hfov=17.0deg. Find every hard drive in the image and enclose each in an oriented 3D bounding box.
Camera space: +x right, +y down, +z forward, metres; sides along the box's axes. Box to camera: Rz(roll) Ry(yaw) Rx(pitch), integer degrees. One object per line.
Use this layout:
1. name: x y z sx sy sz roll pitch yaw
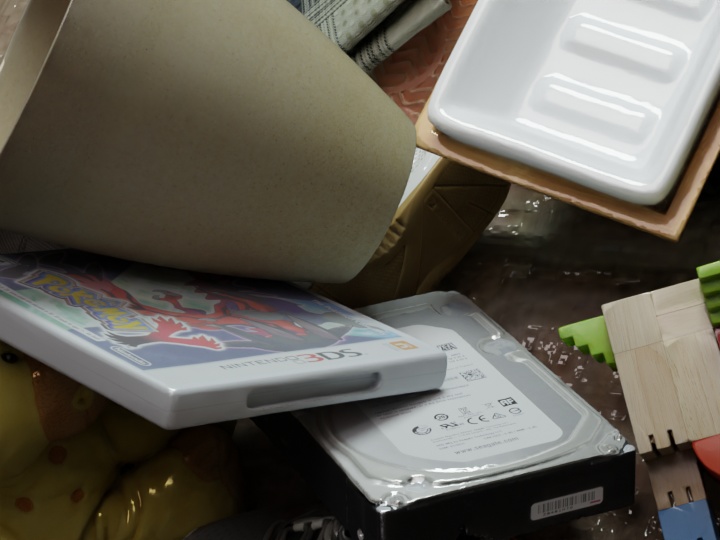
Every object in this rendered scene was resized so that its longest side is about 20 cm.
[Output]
1. hard drive: 0.031 0.073 1.203 0.139 0.038 0.200 -11 26 -20

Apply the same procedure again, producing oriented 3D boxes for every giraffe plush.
1. giraffe plush: -0.172 0.078 1.257 0.200 0.163 0.172 -42 49 -16

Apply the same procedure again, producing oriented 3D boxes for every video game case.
1. video game case: -0.087 0.026 1.188 0.181 0.023 0.199 -6 21 -44

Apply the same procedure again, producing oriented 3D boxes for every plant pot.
1. plant pot: -0.079 -0.074 1.225 0.199 0.187 0.188 24 51 -15

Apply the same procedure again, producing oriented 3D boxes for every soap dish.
1. soap dish: 0.139 -0.120 1.270 0.156 0.081 0.201 21 73 23

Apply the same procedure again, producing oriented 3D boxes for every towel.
1. towel: -0.010 -0.179 1.448 0.200 0.034 0.193 -41 32 27

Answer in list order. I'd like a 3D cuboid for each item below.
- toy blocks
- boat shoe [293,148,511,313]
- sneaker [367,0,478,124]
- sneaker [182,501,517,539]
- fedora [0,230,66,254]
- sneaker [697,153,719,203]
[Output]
1. toy blocks: 0.207 0.066 1.157 0.199 0.100 0.138 -16 76 10
2. boat shoe: 0.000 0.000 1.327 0.200 0.071 0.069 -47 33 -15
3. sneaker: 0.078 -0.146 1.422 0.071 0.080 0.200 41 93 24
4. sneaker: -0.008 0.137 1.191 0.198 0.082 0.078 -2 57 20
5. fedora: -0.140 -0.040 1.372 0.090 0.177 0.200 37 56 10
6. sneaker: 0.170 -0.083 1.322 0.199 0.076 0.091 -1 56 24
